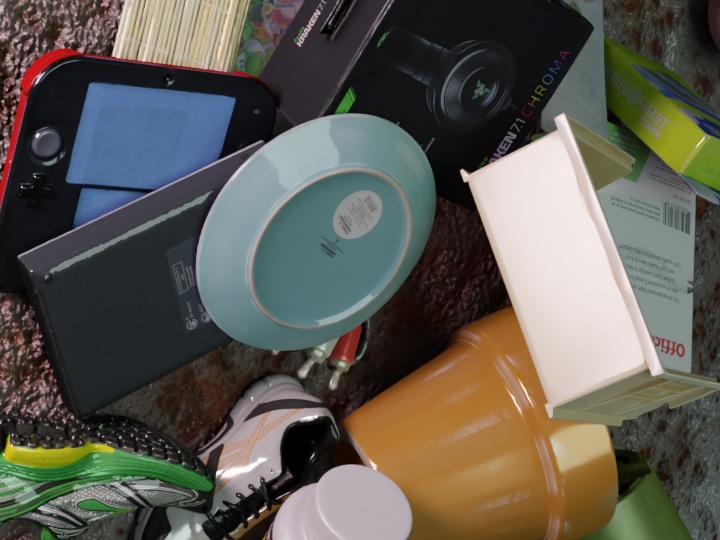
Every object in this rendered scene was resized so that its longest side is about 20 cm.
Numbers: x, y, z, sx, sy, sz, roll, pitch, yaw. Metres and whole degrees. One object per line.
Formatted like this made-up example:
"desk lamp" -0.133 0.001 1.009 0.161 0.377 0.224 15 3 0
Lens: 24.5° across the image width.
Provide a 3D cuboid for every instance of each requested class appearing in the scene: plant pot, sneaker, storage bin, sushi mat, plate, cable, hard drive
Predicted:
"plant pot" 0.240 0.275 1.538 0.200 0.200 0.191 -31 108 -30
"sneaker" -0.096 0.168 1.278 0.200 0.080 0.074 -52 130 -15
"storage bin" 0.182 0.009 1.259 0.198 0.093 0.201 15 53 -63
"plant pot" 0.082 0.152 1.363 0.182 0.200 0.201 -19 115 -18
"sushi mat" -0.111 -0.236 1.182 0.095 0.012 0.201 13 94 -27
"plate" -0.025 -0.020 1.209 0.199 0.026 0.201 -18 129 -23
"cable" 0.000 0.000 1.328 0.097 0.050 0.201 34 80 -38
"sneaker" -0.198 0.153 1.200 0.199 0.078 0.086 8 104 -32
"hard drive" -0.137 0.008 1.192 0.199 0.033 0.140 -28 132 -22

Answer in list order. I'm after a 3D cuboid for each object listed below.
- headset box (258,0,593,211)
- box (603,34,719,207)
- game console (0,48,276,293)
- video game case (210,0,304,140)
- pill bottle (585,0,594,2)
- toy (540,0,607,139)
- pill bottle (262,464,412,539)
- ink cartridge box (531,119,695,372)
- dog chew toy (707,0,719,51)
"headset box" 0.044 -0.164 1.236 0.199 0.093 0.175 21 108 -42
"box" 0.277 -0.123 1.429 0.122 0.200 0.048 18 115 -41
"game console" -0.160 -0.063 1.168 0.199 0.031 0.178 3 110 -37
"video game case" -0.059 -0.142 1.260 0.143 0.018 0.201 14 93 -42
"pill bottle" 0.133 -0.304 1.269 0.200 0.111 0.111 42 74 -13
"toy" 0.163 -0.187 1.379 0.115 0.047 0.201 26 62 -50
"pill bottle" -0.031 0.239 1.276 0.109 0.109 0.200 -13 145 -37
"ink cartridge box" 0.220 -0.013 1.451 0.145 0.084 0.201 16 73 -42
"dog chew toy" 0.417 -0.256 1.566 0.200 0.124 0.125 -26 118 -41
